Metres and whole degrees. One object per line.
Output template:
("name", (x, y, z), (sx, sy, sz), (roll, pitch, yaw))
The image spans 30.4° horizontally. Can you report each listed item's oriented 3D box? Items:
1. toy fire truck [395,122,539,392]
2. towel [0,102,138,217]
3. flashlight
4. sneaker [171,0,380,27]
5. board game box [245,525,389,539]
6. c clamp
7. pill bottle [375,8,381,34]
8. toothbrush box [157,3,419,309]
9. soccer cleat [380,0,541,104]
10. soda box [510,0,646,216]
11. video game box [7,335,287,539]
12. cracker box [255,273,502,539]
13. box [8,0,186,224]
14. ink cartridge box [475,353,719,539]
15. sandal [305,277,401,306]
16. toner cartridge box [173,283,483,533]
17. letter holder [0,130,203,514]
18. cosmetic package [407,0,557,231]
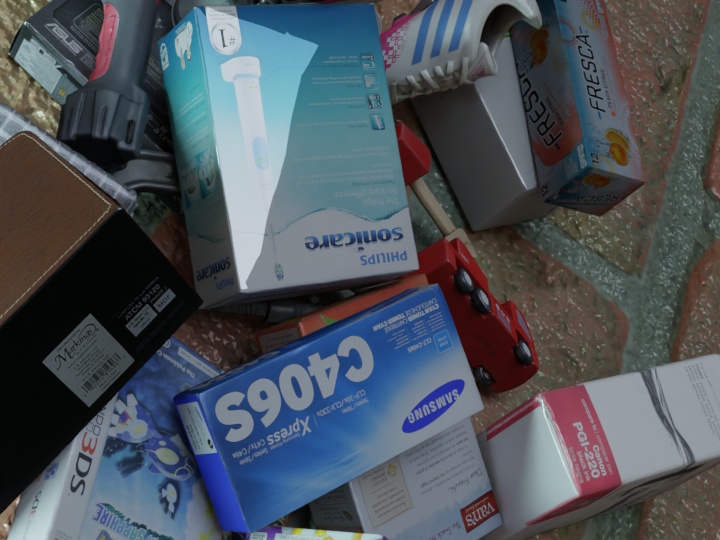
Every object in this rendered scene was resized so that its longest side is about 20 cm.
("toy fire truck", (0.073, -0.008, 1.087), (0.200, 0.048, 0.142), (48, 24, -31))
("towel", (-0.261, -0.030, 0.872), (0.199, 0.085, 0.167), (32, 72, -14))
("flashlight", (-0.185, -0.171, 0.976), (0.067, 0.068, 0.202), (21, 61, -26))
("sneaker", (-0.057, -0.222, 0.975), (0.198, 0.121, 0.085), (-17, 81, 6))
("board game box", (-0.030, 0.275, 0.825), (0.105, 0.102, 0.202), (49, 47, -50))
("c clamp", (-0.114, -0.001, 0.980), (0.198, 0.027, 0.173), (12, 86, -18))
("pill bottle", (-0.062, -0.262, 1.107), (0.110, 0.112, 0.201), (-11, 60, -35))
("toothbrush box", (-0.053, -0.083, 0.957), (0.145, 0.085, 0.203), (-8, 84, -29))
("soccer cleat", (0.063, -0.179, 1.113), (0.087, 0.199, 0.070), (57, 19, 17))
("soda box", (0.184, -0.151, 1.145), (0.068, 0.064, 0.202), (12, 57, -31))
("video game box", (-0.126, 0.144, 0.868), (0.200, 0.046, 0.184), (39, 49, -38))
("cracker box", (0.016, 0.118, 0.968), (0.133, 0.057, 0.202), (-19, 92, -42))
("box", (-0.153, -0.155, 1.055), (0.200, 0.048, 0.159), (43, 51, -5))
("ink cartridge box", (0.189, 0.142, 1.043), (0.198, 0.146, 0.086), (-10, 69, -34))
("sandal", (-0.001, -0.001, 1.060), (0.079, 0.057, 0.203), (10, 60, -27))
("toner cartridge box", (-0.017, 0.088, 0.882), (0.199, 0.043, 0.096), (-24, 96, -31))
("letter holder", (-0.222, 0.033, 0.800), (0.200, 0.142, 0.101), (-47, 137, -10))
("cosmetic package", (0.117, -0.147, 1.195), (0.107, 0.085, 0.202), (-15, 73, -40))
